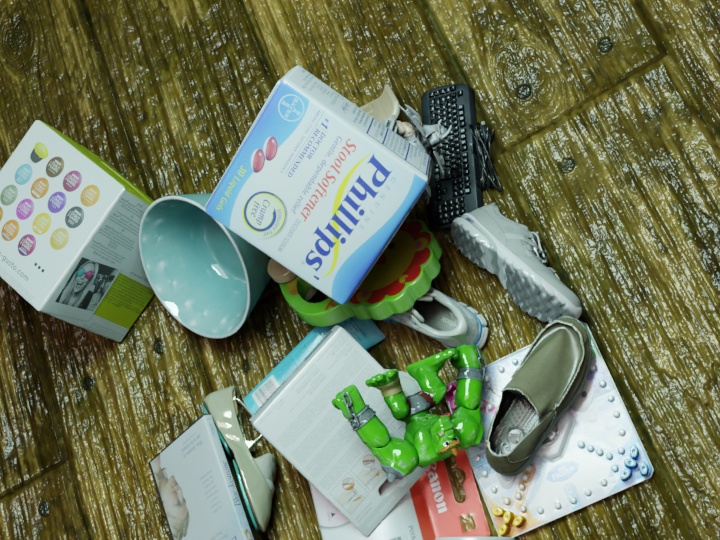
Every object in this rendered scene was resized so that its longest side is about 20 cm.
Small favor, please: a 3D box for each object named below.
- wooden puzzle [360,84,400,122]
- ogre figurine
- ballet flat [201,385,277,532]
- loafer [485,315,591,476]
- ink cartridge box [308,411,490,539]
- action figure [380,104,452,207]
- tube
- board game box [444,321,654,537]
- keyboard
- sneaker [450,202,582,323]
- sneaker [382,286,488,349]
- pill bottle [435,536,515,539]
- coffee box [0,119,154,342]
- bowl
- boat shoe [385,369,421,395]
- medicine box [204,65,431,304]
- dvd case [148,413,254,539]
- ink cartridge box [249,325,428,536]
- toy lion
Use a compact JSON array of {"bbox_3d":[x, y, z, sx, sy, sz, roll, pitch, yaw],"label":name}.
[{"bbox_3d":[-0.032,-0.167,1.364,0.198,0.186,0.047,-31,106,6],"label":"wooden puzzle"},{"bbox_3d":[0.074,0.167,1.207,0.097,0.198,0.122,-26,81,42],"label":"ogre figurine"},{"bbox_3d":[-0.146,0.239,1.345,0.069,0.069,0.202,-33,65,9],"label":"ballet flat"},{"bbox_3d":[0.205,0.144,1.191,0.074,0.070,0.203,25,85,25],"label":"loafer"},{"bbox_3d":[0.040,0.277,1.265,0.197,0.057,0.165,-24,67,19],"label":"ink cartridge box"},{"bbox_3d":[0.032,-0.121,1.275,0.198,0.131,0.070,-33,31,5],"label":"action figure"},{"bbox_3d":[-0.065,0.122,1.352,0.199,0.050,0.078,-41,93,4],"label":"tube"},{"bbox_3d":[0.217,0.188,1.228,0.197,0.026,0.203,-26,67,12],"label":"board game box"},{"bbox_3d":[0.128,-0.159,1.360,0.102,0.040,0.204,-10,72,20],"label":"keyboard"},{"bbox_3d":[0.203,-0.017,1.266,0.082,0.075,0.200,-35,64,-20],"label":"sneaker"},{"bbox_3d":[0.065,0.038,1.302,0.198,0.086,0.076,22,86,27],"label":"sneaker"},{"bbox_3d":[0.131,0.405,1.153,0.114,0.116,0.204,-7,73,20],"label":"pill bottle"},{"bbox_3d":[-0.394,-0.052,1.449,0.199,0.200,0.199,35,88,26],"label":"coffee box"},{"bbox_3d":[-0.193,-0.022,1.387,0.198,0.105,0.204,18,123,29],"label":"bowl"},{"bbox_3d":[-0.016,0.173,1.308,0.196,0.060,0.077,-7,72,1],"label":"boat shoe"},{"bbox_3d":[-0.046,-0.099,1.188,0.198,0.103,0.183,33,109,-5],"label":"medicine box"},{"bbox_3d":[-0.207,0.310,1.339,0.142,0.017,0.202,-40,62,34],"label":"dvd case"},{"bbox_3d":[-0.012,0.194,1.258,0.200,0.047,0.160,45,80,-7],"label":"ink cartridge box"},{"bbox_3d":[0.000,0.000,1.306,0.199,0.069,0.192,-37,42,-1],"label":"toy lion"}]
